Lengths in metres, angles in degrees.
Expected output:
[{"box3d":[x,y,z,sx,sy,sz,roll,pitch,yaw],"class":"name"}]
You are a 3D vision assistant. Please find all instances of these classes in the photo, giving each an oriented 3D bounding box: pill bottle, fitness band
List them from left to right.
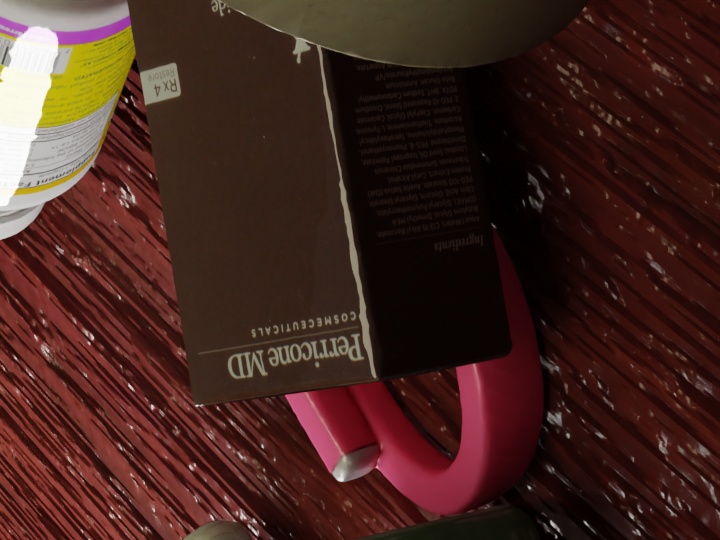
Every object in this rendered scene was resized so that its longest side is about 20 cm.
[{"box3d":[-0.150,-0.095,1.203,0.105,0.104,0.200,60,149,20],"class":"pill bottle"},{"box3d":[0.000,0.000,1.068,0.201,0.037,0.144,59,149,19],"class":"fitness band"}]

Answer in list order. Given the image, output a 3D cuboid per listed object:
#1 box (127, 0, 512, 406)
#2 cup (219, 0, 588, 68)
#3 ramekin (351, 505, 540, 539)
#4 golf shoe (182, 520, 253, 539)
[{"box3d":[-0.020,-0.059,0.982,0.100,0.075,0.201,-11,90,46],"class":"box"},{"box3d":[0.017,-0.179,0.792,0.201,0.199,0.143,59,137,22],"class":"cup"},{"box3d":[-0.014,0.151,1.023,0.200,0.199,0.098,-25,77,61],"class":"ramekin"},{"box3d":[-0.048,0.201,1.251,0.092,0.075,0.201,-125,31,-56],"class":"golf shoe"}]
